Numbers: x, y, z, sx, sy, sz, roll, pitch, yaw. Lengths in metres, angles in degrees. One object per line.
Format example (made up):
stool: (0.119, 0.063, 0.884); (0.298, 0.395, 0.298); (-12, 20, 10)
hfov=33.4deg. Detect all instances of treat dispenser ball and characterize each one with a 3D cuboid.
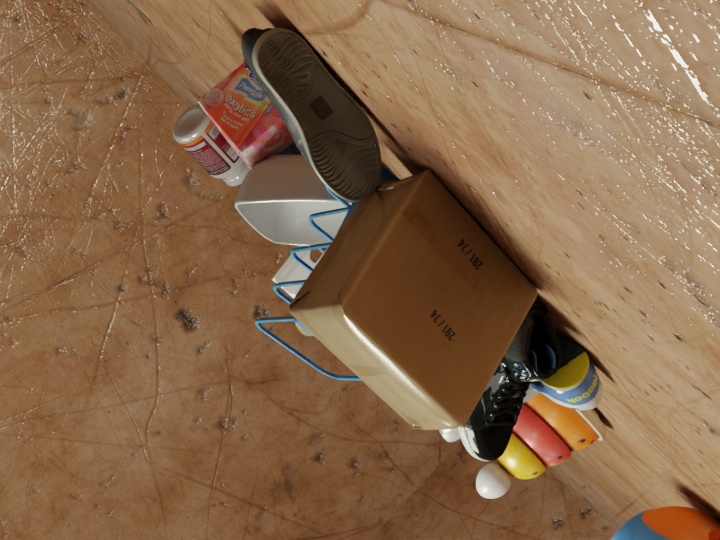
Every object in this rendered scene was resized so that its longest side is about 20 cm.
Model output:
treat dispenser ball: (0.424, 0.420, 1.614); (0.201, 0.201, 0.201); (44, 177, 3)

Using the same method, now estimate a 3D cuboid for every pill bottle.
pill bottle: (-0.345, -0.293, 2.848); (0.200, 0.113, 0.113); (48, 175, -40)

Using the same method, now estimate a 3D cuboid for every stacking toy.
stacking toy: (0.243, 0.252, 1.736); (0.146, 0.200, 0.146); (44, 177, 3)

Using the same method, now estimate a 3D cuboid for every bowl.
bowl: (-0.043, -0.090, 1.513); (0.199, 0.075, 0.200); (3, 166, 13)

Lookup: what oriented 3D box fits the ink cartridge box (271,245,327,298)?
ink cartridge box: (0.000, 0.000, 1.655); (0.176, 0.200, 0.045); (43, -150, 4)

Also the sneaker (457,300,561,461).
sneaker: (0.166, 0.128, 1.331); (0.073, 0.201, 0.112); (-3, -168, -30)

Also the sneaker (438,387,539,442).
sneaker: (0.168, 0.151, 1.490); (0.078, 0.199, 0.100); (50, 145, 36)

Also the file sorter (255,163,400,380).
file sorter: (-0.006, 0.009, 1.330); (0.139, 0.201, 0.122); (37, 156, -27)

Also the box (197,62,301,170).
box: (-0.118, -0.181, 1.539); (0.095, 0.102, 0.200); (49, 177, 17)

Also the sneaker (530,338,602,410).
sneaker: (0.211, 0.106, 1.422); (0.082, 0.074, 0.200); (44, 179, -36)

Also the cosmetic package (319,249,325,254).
cosmetic package: (-0.014, -0.062, 1.746); (0.081, 0.113, 0.200); (40, 173, 43)

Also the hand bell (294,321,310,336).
hand bell: (0.012, 0.067, 1.734); (0.199, 0.105, 0.104); (14, 160, 34)

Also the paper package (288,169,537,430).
paper package: (0.060, 0.031, 1.235); (0.200, 0.191, 0.103); (44, 155, -23)

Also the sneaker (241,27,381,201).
sneaker: (-0.049, -0.167, 1.234); (0.201, 0.075, 0.106); (59, 175, -23)
